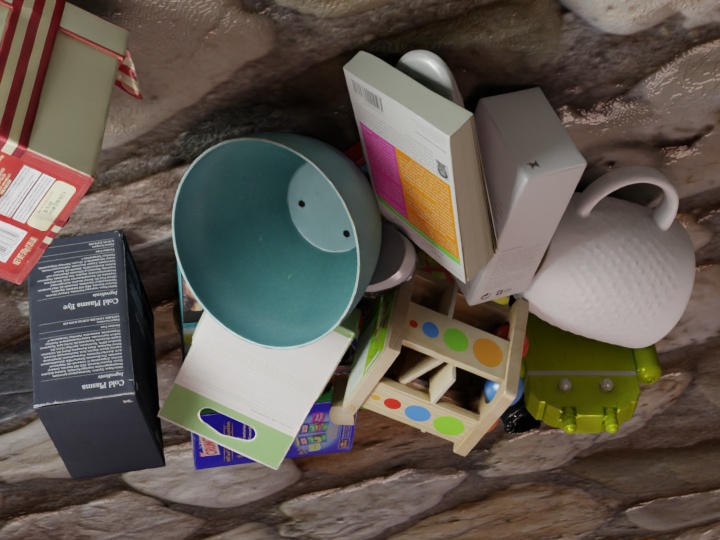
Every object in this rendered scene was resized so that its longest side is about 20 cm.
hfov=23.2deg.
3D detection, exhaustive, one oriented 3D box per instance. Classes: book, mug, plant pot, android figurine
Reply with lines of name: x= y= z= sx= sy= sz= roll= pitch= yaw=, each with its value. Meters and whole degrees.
book: x=0.053 y=-0.094 z=1.589 sx=0.048 sy=0.133 sz=0.201 roll=-43 pitch=148 yaw=-20
mug: x=0.247 y=-0.026 z=1.803 sx=0.174 sy=0.148 sz=0.201 roll=14 pitch=125 yaw=-33
plant pot: x=-0.058 y=-0.043 z=1.644 sx=0.199 sy=0.201 sz=0.135 roll=-30 pitch=-178 yaw=33
android figurine: x=0.232 y=0.098 z=1.887 sx=0.180 sy=0.201 sz=0.041 roll=2 pitch=134 yaw=-6

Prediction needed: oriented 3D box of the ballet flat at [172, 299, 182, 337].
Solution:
ballet flat: x=-0.141 y=0.077 z=1.947 sx=0.199 sy=0.071 sz=0.071 roll=16 pitch=143 yaw=-40

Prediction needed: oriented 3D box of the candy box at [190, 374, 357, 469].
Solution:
candy box: x=-0.108 y=0.166 z=2.104 sx=0.198 sy=0.078 sz=0.169 roll=-7 pitch=153 yaw=-8

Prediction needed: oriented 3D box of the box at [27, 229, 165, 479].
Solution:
box: x=-0.270 y=0.090 z=1.796 sx=0.103 sy=0.184 sz=0.200 roll=-9 pitch=152 yaw=-1

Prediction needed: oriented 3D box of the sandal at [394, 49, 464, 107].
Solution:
sandal: x=0.073 y=-0.135 z=1.617 sx=0.082 sy=0.050 sz=0.204 roll=27 pitch=149 yaw=27

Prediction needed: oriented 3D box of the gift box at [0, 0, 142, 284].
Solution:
gift box: x=-0.287 y=-0.118 z=1.393 sx=0.199 sy=0.188 sz=0.184 roll=26 pitch=137 yaw=-25

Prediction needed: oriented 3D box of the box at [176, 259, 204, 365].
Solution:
box: x=-0.147 y=0.049 z=1.826 sx=0.081 sy=0.049 sz=0.201 roll=-5 pitch=129 yaw=-8

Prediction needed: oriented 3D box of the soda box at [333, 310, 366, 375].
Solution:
soda box: x=-0.036 y=0.075 z=1.905 sx=0.070 sy=0.064 sz=0.200 roll=-8 pitch=172 yaw=18

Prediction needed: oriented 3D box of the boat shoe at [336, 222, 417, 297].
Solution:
boat shoe: x=0.000 y=0.000 z=1.738 sx=0.066 sy=0.071 sz=0.199 roll=29 pitch=159 yaw=-33

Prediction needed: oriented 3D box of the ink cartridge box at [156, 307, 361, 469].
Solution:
ink cartridge box: x=-0.105 y=0.094 z=1.783 sx=0.145 sy=0.048 sz=0.201 roll=25 pitch=124 yaw=-7

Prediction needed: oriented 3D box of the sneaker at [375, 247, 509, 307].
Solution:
sneaker: x=0.072 y=-0.002 z=1.859 sx=0.198 sy=0.091 sz=0.078 roll=15 pitch=178 yaw=-19

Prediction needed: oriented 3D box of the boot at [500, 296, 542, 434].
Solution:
boot: x=0.137 y=0.110 z=1.936 sx=0.197 sy=0.163 sz=0.074 roll=-21 pitch=150 yaw=-23

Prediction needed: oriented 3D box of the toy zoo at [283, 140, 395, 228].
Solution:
toy zoo: x=0.008 y=-0.078 z=1.745 sx=0.199 sy=0.021 sz=0.131 roll=-31 pitch=146 yaw=34

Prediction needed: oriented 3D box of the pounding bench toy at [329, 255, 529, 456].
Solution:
pounding bench toy: x=0.070 y=0.110 z=1.792 sx=0.155 sy=0.125 sz=0.200 roll=22 pitch=139 yaw=-11

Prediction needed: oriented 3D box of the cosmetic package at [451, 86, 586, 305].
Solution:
cosmetic package: x=0.137 y=-0.069 z=1.683 sx=0.071 sy=0.102 sz=0.201 roll=-14 pitch=149 yaw=-24
